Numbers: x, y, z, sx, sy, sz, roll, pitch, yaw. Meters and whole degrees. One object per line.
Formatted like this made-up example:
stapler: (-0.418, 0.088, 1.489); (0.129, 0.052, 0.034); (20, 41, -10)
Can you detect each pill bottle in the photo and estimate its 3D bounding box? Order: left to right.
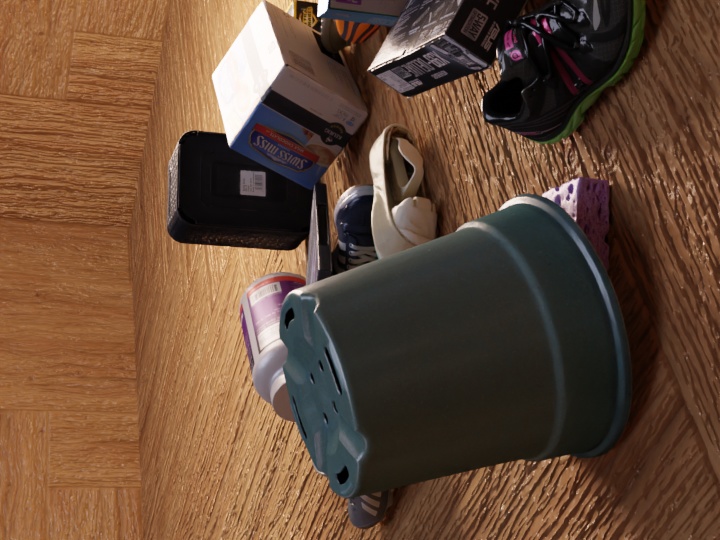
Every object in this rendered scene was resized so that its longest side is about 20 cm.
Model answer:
pill bottle: (-0.091, 0.099, 1.522); (0.200, 0.112, 0.113); (-109, 29, -51)

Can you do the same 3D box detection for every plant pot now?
plant pot: (0.056, 0.063, 0.844); (0.200, 0.195, 0.202); (166, 90, -70)

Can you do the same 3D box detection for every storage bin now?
storage bin: (-0.165, -0.110, 1.651); (0.094, 0.199, 0.136); (138, 133, -67)

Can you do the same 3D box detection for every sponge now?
sponge: (0.139, 0.001, 0.949); (0.200, 0.030, 0.112); (155, 117, -70)

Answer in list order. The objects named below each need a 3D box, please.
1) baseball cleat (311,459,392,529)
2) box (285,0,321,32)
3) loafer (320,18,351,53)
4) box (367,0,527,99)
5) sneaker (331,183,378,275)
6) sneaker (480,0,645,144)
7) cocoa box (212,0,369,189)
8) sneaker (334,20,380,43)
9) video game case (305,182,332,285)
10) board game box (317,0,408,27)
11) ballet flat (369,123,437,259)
baseball cleat: (-0.007, 0.210, 1.243); (0.201, 0.106, 0.070); (108, 152, -44)
box: (-0.098, -0.271, 1.728); (0.160, 0.049, 0.201); (149, 123, -67)
loafer: (-0.015, -0.340, 1.453); (0.200, 0.068, 0.076); (93, 177, -64)
box: (0.091, -0.239, 1.016); (0.158, 0.050, 0.200); (-61, 16, -9)
sneaker: (0.000, 0.000, 1.319); (0.200, 0.070, 0.109); (106, 165, -53)
sneaker: (0.147, -0.164, 0.868); (0.200, 0.083, 0.077); (115, 152, -50)
cocoa box: (-0.094, -0.226, 1.509); (0.131, 0.133, 0.200); (-50, 32, 22)
sneaker: (0.019, -0.301, 1.312); (0.200, 0.077, 0.113); (119, 151, -53)
video game case: (-0.050, 0.008, 1.375); (0.200, 0.019, 0.144); (-98, 12, -58)
board game box: (0.041, -0.335, 1.126); (0.040, 0.152, 0.201); (-176, 90, -74)
ballet flat: (0.046, -0.070, 1.211); (0.070, 0.069, 0.201); (115, 153, -48)
